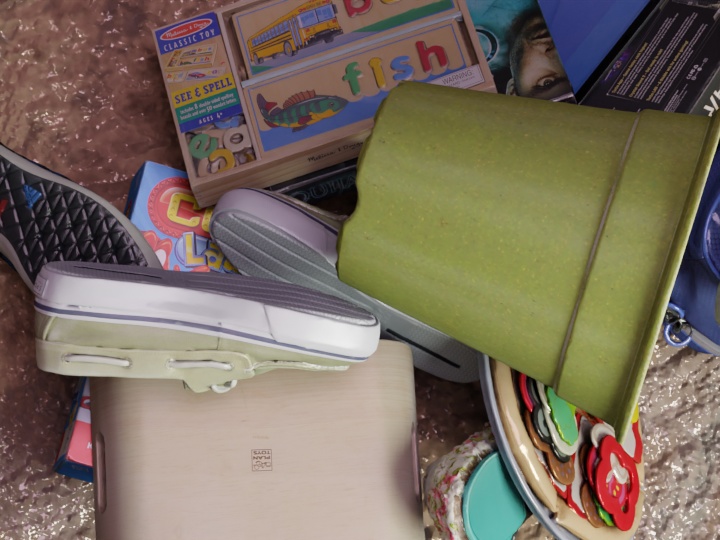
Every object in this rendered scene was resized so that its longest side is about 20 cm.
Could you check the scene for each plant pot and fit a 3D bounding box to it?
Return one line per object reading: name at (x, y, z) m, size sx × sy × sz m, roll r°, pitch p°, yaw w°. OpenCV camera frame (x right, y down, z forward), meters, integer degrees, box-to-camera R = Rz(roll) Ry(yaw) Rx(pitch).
plant pot at (0.092, -0.026, 1.308) m, size 0.189 × 0.200 × 0.201 m, roll 18°, pitch 72°, yaw 8°

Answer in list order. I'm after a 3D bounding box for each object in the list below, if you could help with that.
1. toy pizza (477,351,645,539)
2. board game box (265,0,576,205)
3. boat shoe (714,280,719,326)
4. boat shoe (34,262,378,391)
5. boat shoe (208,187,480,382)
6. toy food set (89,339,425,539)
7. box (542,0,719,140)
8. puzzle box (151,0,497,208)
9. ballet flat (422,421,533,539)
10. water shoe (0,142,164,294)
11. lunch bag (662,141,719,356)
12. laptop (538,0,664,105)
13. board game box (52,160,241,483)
toy pizza at (0.136, 0.080, 1.423) m, size 0.200 × 0.032 × 0.201 m, roll 37°, pitch 44°, yaw -45°
board game box at (0.024, -0.123, 1.443) m, size 0.199 × 0.028 × 0.136 m, roll -19°, pitch 55°, yaw 1°
boat shoe at (0.289, -0.028, 1.402) m, size 0.070 × 0.071 × 0.201 m, roll 40°, pitch 65°, yaw -19°
boat shoe at (-0.090, 0.037, 1.314) m, size 0.199 × 0.072 × 0.062 m, roll 8°, pitch 102°, yaw -3°
boat shoe at (0.000, 0.000, 1.403) m, size 0.199 × 0.072 × 0.062 m, roll 30°, pitch 53°, yaw -13°
toy food set at (-0.061, 0.119, 1.363) m, size 0.198 × 0.060 × 0.145 m, roll -2°, pitch 77°, yaw -6°
box at (0.167, -0.118, 1.483) m, size 0.200 × 0.160 × 0.044 m, roll -56°, pitch 135°, yaw -19°
puzzle box at (-0.023, -0.127, 1.425) m, size 0.199 × 0.025 × 0.134 m, roll -19°, pitch 55°, yaw 2°
ballet flat at (0.076, 0.130, 1.399) m, size 0.064 × 0.200 × 0.076 m, roll -2°, pitch 99°, yaw 26°
water shoe at (-0.190, -0.029, 1.388) m, size 0.200 × 0.079 × 0.072 m, roll 38°, pitch 94°, yaw 10°
lunch bag at (0.256, -0.034, 1.495) m, size 0.136 × 0.132 × 0.200 m, roll 43°, pitch 71°, yaw -21°
laptop at (0.088, -0.202, 1.500) m, size 0.200 × 0.103 × 0.177 m, roll 40°, pitch 75°, yaw -2°
board game box at (-0.070, 0.056, 1.429) m, size 0.199 × 0.056 × 0.197 m, roll 16°, pitch 74°, yaw -10°
